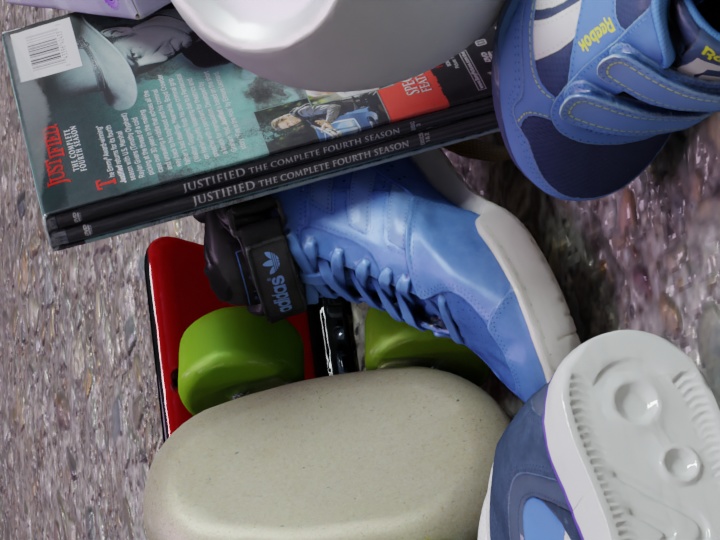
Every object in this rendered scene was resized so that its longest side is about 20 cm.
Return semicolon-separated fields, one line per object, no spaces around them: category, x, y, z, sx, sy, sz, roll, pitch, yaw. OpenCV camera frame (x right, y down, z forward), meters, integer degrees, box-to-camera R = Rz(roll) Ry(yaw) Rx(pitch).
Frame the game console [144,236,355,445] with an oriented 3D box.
game console;-0.059;0.105;1.169;0.172;0.118;0.201;129;137;-61

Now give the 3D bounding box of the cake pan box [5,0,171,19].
cake pan box;-0.054;-0.177;1.028;0.184;0.200;0.052;18;137;61

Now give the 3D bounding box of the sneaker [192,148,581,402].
sneaker;0.000;0.001;0.950;0.200;0.111;0.077;54;166;34

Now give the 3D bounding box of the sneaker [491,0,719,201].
sneaker;0.098;-0.079;0.784;0.200;0.074;0.083;112;148;-50

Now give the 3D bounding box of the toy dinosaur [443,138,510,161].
toy dinosaur;0.009;-0.086;1.061;0.200;0.058;0.101;-110;29;-44

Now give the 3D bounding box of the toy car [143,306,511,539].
toy car;0.003;0.133;1.026;0.200;0.157;0.165;72;-167;-50

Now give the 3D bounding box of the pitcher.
pitcher;0.022;-0.153;0.842;0.121;0.200;0.172;28;117;22

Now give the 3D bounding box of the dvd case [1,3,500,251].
dvd case;-0.039;-0.080;0.969;0.146;0.199;0.022;-113;10;-52

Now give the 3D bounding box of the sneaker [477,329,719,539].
sneaker;0.093;0.132;0.812;0.147;0.080;0.201;109;150;-62
